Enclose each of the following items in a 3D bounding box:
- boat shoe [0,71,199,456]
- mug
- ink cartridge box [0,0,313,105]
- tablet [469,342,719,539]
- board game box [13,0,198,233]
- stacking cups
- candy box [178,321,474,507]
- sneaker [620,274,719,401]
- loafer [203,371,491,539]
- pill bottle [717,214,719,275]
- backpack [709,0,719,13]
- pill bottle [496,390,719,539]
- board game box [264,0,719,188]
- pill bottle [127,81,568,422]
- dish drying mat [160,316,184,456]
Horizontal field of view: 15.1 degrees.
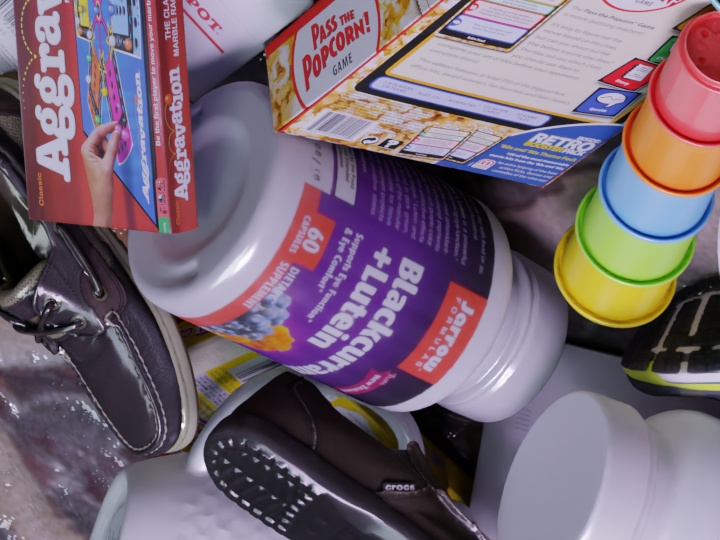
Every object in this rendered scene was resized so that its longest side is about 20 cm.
[{"bbox_3d":[-0.147,0.005,1.302,0.073,0.065,0.201,-32,86,47],"label":"boat shoe"},{"bbox_3d":[-0.039,0.141,1.356,0.175,0.148,0.201,17,106,-14],"label":"mug"},{"bbox_3d":[-0.101,-0.138,1.282,0.116,0.067,0.200,47,136,-11],"label":"ink cartridge box"},{"bbox_3d":[0.112,0.140,1.358,0.130,0.014,0.201,14,101,23],"label":"tablet"},{"bbox_3d":[-0.118,-0.119,1.210,0.103,0.019,0.201,6,103,47],"label":"board game box"},{"bbox_3d":[0.138,-0.044,1.190,0.060,0.061,0.200,31,151,4],"label":"stacking cups"},{"bbox_3d":[-0.031,0.087,1.405,0.102,0.026,0.200,-21,135,28],"label":"candy box"},{"bbox_3d":[0.214,0.053,1.255,0.199,0.074,0.081,4,132,31],"label":"sneaker"},{"bbox_3d":[0.022,0.114,1.277,0.200,0.071,0.073,39,142,-13],"label":"loafer"},{"bbox_3d":[0.256,-0.012,1.140,0.199,0.113,0.113,-1,126,33],"label":"pill bottle"},{"bbox_3d":[0.224,-0.132,1.025,0.175,0.153,0.200,-22,110,35],"label":"backpack"},{"bbox_3d":[0.171,0.132,1.266,0.199,0.117,0.116,22,141,-22],"label":"pill bottle"},{"bbox_3d":[0.076,-0.107,1.154,0.151,0.046,0.200,10,150,-34],"label":"board game box"},{"bbox_3d":[0.000,0.000,1.267,0.200,0.112,0.111,26,146,-36],"label":"pill bottle"},{"bbox_3d":[-0.096,0.005,1.408,0.018,0.077,0.200,1,136,-13],"label":"dish drying mat"}]
